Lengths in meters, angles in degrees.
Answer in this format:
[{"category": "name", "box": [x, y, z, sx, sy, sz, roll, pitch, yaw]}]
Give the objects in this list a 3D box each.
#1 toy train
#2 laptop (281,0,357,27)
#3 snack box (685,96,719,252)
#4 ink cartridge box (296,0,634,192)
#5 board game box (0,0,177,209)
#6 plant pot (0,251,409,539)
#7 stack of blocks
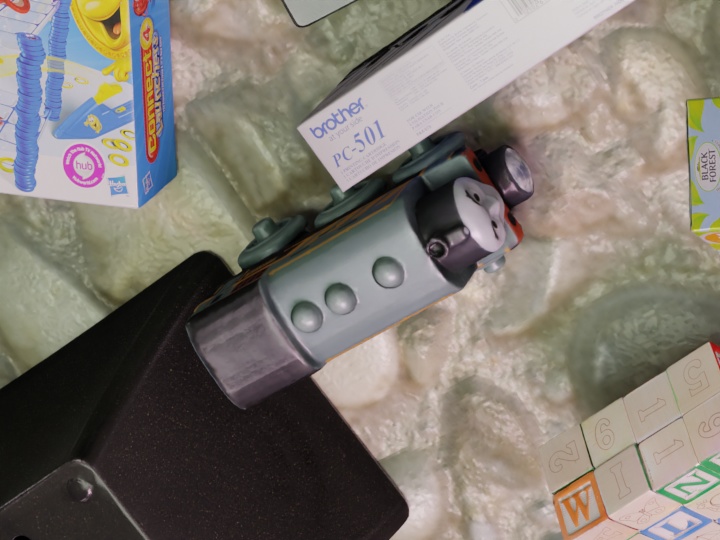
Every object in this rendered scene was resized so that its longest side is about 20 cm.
[{"category": "toy train", "box": [0.000, 0.000, 1.140, 0.199, 0.114, 0.085, -27, 102, 25]}, {"category": "laptop", "box": [-0.012, -0.224, 1.048, 0.199, 0.116, 0.188, -24, 103, 26]}, {"category": "snack box", "box": [0.264, -0.041, 1.000, 0.199, 0.169, 0.068, -5, 80, 20]}, {"category": "ink cartridge box", "box": [0.067, -0.120, 1.079, 0.200, 0.094, 0.044, -32, 100, 27]}, {"category": "board game box", "box": [-0.204, -0.144, 1.183, 0.199, 0.056, 0.197, 7, 115, 16]}, {"category": "plant pot", "box": [-0.127, 0.145, 1.215, 0.200, 0.177, 0.200, -33, 99, 29]}, {"category": "stack of blocks", "box": [0.206, 0.083, 1.106, 0.200, 0.059, 0.115, -35, 140, 27]}]
